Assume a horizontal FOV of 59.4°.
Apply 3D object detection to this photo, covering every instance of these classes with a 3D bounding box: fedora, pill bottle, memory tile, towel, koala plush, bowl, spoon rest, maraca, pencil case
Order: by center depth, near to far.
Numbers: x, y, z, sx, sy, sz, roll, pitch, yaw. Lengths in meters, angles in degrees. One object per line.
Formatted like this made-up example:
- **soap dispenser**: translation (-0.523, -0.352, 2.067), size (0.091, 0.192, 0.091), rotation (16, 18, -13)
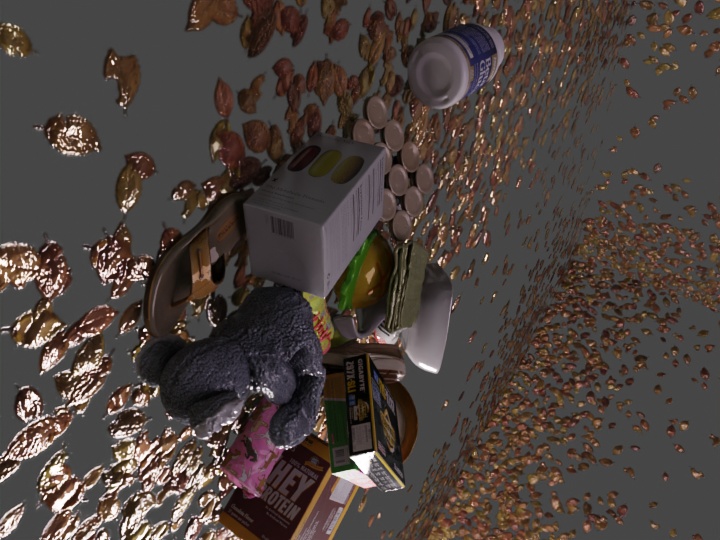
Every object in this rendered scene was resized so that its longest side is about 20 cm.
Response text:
- **koala plush**: translation (-0.156, 0.119, 0.756), size (0.198, 0.176, 0.187), rotation (-14, 131, -47)
- **memory tile**: translation (0.042, -0.158, 0.991), size (0.200, 0.017, 0.155), rotation (46, 59, -36)
- **pencil case**: translation (-0.140, 0.254, 1.002), size (0.202, 0.086, 0.083), rotation (-55, -176, -24)
- **maraca**: translation (0.000, 0.000, 1.016), size (0.200, 0.105, 0.140), rotation (-21, 128, -79)
- **towel**: translation (0.076, 0.025, 1.052), size (0.200, 0.036, 0.152), rotation (2, 98, -76)
- **pill bottle**: translation (0.172, -0.357, 1.076), size (0.199, 0.109, 0.113), rotation (-40, 144, -45)
- **spoon rest**: translation (0.016, 0.068, 1.128), size (0.200, 0.097, 0.062), rotation (-40, 120, -56)
- **fedora**: translation (0.016, 0.292, 1.224), size (0.082, 0.198, 0.204), rotation (35, 79, -52)
- **bowl**: translation (0.129, 0.095, 1.331), size (0.200, 0.073, 0.205), rotation (-105, -159, -73)

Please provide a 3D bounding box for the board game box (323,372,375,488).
- **board game box**: translation (-0.011, 0.275, 1.070), size (0.200, 0.039, 0.156), rotation (58, 22, -62)

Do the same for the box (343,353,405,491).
- **box**: translation (0.024, 0.254, 1.039), size (0.201, 0.048, 0.162), rotation (64, 16, -53)

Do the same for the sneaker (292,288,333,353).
- **sneaker**: translation (-0.071, 0.075, 0.912), size (0.077, 0.092, 0.200), rotation (-28, 164, -4)

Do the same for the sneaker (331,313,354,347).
- **sneaker**: translation (-0.024, 0.160, 1.158), size (0.075, 0.075, 0.203), rotation (-46, 146, -33)

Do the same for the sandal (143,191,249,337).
- **sandal**: translation (-0.179, -0.009, 0.731), size (0.201, 0.053, 0.081), rotation (-55, 153, -26)

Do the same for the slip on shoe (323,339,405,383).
- **slip on shoe**: translation (-0.017, 0.150, 1.083), size (0.077, 0.195, 0.062), rotation (111, -21, -53)

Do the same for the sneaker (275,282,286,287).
- **sneaker**: translation (-0.062, -0.037, 0.938), size (0.199, 0.074, 0.090), rotation (-39, 156, -38)

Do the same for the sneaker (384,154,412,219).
- **sneaker**: translation (0.061, -0.146, 1.084), size (0.092, 0.066, 0.199), rotation (-63, 153, -1)

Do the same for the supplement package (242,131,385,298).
- **supplement package**: translation (-0.053, -0.080, 0.826), size (0.201, 0.111, 0.111), rotation (-57, 156, -46)

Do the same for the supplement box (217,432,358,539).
- **supplement box**: translation (-0.110, 0.393, 1.114), size (0.200, 0.131, 0.201), rotation (-59, 154, -14)

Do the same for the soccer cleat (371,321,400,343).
- **soccer cleat**: translation (0.066, 0.106, 1.283), size (0.069, 0.084, 0.202), rotation (-54, 152, -24)
